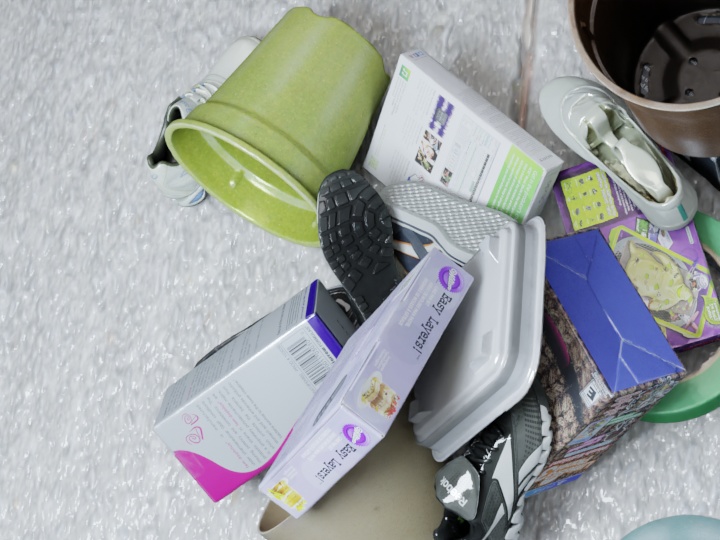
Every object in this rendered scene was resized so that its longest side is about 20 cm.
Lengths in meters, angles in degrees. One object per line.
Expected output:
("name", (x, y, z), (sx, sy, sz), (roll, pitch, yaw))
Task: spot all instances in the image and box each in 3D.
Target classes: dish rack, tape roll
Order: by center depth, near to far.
("dish rack", (0.094, 0.057, 1.372), (0.043, 0.200, 0.174), (16, 57, -16))
("tape roll", (0.285, 0.041, 1.503), (0.198, 0.048, 0.203), (-5, 73, 17))

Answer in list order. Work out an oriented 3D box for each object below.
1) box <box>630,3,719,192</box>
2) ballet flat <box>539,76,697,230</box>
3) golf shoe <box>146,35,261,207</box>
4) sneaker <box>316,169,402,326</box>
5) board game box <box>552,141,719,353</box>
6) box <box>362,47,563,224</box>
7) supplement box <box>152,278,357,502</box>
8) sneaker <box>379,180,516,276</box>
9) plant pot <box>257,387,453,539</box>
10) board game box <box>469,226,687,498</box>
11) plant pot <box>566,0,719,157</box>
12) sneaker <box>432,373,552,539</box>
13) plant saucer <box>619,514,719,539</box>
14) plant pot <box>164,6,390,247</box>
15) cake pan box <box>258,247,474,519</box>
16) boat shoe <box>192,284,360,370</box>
("box", (0.353, -0.205, 1.518), (0.148, 0.107, 0.200), (42, 92, 24))
("ballet flat", (0.238, -0.121, 1.476), (0.069, 0.069, 0.200), (-42, 66, 3))
("golf shoe", (-0.160, -0.169, 1.687), (0.078, 0.097, 0.202), (22, 81, 24))
("sneaker", (0.000, 0.000, 1.555), (0.075, 0.087, 0.202), (-23, 98, -14))
("board game box", (0.260, -0.015, 1.487), (0.119, 0.032, 0.202), (-19, 69, 16))
("box", (0.097, -0.105, 1.569), (0.200, 0.036, 0.145), (43, 134, 25))
("supplement box", (-0.091, 0.117, 1.538), (0.199, 0.104, 0.102), (-35, 105, 12))
("sneaker", (0.095, -0.019, 1.525), (0.078, 0.080, 0.199), (-24, 34, -28))
("plant pot", (0.018, 0.211, 1.485), (0.134, 0.200, 0.201), (41, 90, -7))
("board game box", (0.173, 0.088, 1.441), (0.161, 0.096, 0.201), (61, 142, 23))
("plant pot", (0.293, -0.198, 1.371), (0.197, 0.198, 0.203), (-5, 73, 17))
("sneaker", (0.110, 0.176, 1.391), (0.066, 0.090, 0.202), (42, 132, 41))
("plant saucer", (0.294, 0.320, 1.425), (0.198, 0.039, 0.204), (-5, 74, 18))
("plant pot", (-0.069, -0.158, 1.616), (0.199, 0.201, 0.185), (25, 72, 23))
("cake pan box", (0.005, 0.094, 1.351), (0.052, 0.184, 0.201), (37, 50, -6))
("boat shoe", (-0.085, 0.071, 1.608), (0.198, 0.066, 0.071), (-26, 68, 10))
